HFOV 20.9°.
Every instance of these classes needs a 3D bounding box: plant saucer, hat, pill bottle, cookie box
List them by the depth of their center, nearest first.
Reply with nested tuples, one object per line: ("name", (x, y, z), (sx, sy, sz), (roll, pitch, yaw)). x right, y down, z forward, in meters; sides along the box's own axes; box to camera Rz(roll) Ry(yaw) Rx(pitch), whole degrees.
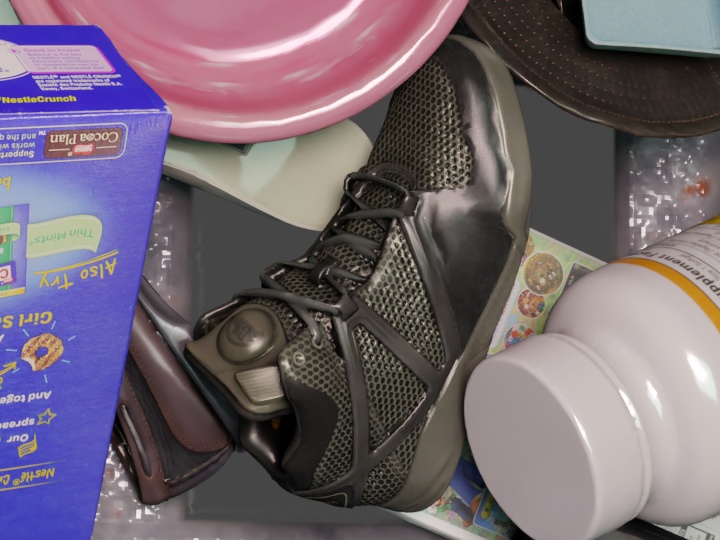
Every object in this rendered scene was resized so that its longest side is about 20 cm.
("cookie box", (-0.174, 0.015, 0.709), (0.171, 0.075, 0.200), (-4, 125, -30))
("plant saucer", (-0.047, -0.151, 0.755), (0.200, 0.051, 0.201), (-4, 108, -14))
("pill bottle", (0.146, 0.039, 0.807), (0.200, 0.111, 0.111), (-22, 88, -29))
("plant saucer", (0.114, -0.178, 0.835), (0.070, 0.019, 0.200), (2, 65, -16))
("hat", (0.114, -0.129, 0.869), (0.201, 0.081, 0.201), (7, 64, -14))

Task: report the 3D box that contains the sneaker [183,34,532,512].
("sneaker", (0.000, 0.000, 0.781), (0.114, 0.076, 0.200), (7, 103, -40))

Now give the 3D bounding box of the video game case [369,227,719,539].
("video game case", (0.087, 0.063, 0.876), (0.200, 0.018, 0.143), (24, 79, -9))

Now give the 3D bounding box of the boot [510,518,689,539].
("boot", (0.136, 0.201, 0.836), (0.200, 0.066, 0.165), (23, 85, -11))

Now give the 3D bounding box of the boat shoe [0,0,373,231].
("boat shoe", (-0.088, -0.074, 0.828), (0.201, 0.072, 0.070), (28, 86, -15))

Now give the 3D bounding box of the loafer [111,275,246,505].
("loafer", (-0.122, 0.009, 0.812), (0.063, 0.072, 0.200), (-40, 95, -10))
